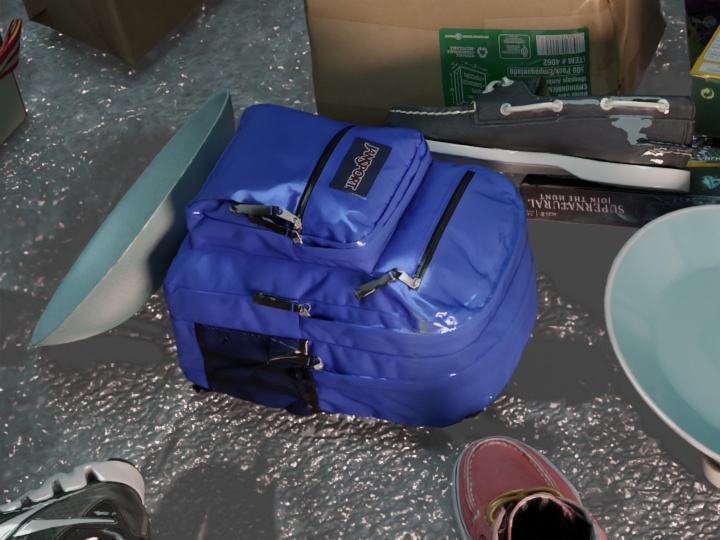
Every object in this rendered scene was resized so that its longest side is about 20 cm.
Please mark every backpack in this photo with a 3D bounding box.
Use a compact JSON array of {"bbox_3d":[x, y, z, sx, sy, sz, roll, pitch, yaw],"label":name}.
[{"bbox_3d":[0.000,0.000,1.646,0.200,0.168,0.163,14,55,18],"label":"backpack"}]

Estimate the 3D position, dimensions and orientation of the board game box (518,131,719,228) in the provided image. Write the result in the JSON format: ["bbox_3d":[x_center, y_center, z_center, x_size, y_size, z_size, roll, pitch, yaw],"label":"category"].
[{"bbox_3d":[0.213,-0.064,1.723,0.200,0.028,0.135,5,30,24],"label":"board game box"}]

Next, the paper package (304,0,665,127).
[{"bbox_3d":[0.082,-0.167,1.793,0.200,0.104,0.191,1,29,17],"label":"paper package"}]

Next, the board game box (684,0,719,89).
[{"bbox_3d":[0.226,-0.218,1.786,0.032,0.200,0.120,-1,45,12],"label":"board game box"}]

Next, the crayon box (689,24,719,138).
[{"bbox_3d":[0.301,-0.152,1.737,0.126,0.052,0.200,12,46,26],"label":"crayon box"}]

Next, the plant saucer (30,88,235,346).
[{"bbox_3d":[-0.130,-0.023,1.729,0.039,0.201,0.201,37,51,-11],"label":"plant saucer"}]

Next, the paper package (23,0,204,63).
[{"bbox_3d":[-0.152,-0.279,1.941,0.103,0.191,0.200,25,57,34],"label":"paper package"}]

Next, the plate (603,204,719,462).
[{"bbox_3d":[0.228,0.046,1.554,0.200,0.026,0.200,10,48,-11],"label":"plate"}]

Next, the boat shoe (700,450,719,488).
[{"bbox_3d":[0.236,0.036,1.622,0.072,0.061,0.201,2,45,16],"label":"boat shoe"}]

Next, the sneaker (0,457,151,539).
[{"bbox_3d":[-0.206,0.176,1.585,0.200,0.067,0.091,-21,41,-11],"label":"sneaker"}]

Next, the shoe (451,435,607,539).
[{"bbox_3d":[0.097,0.142,1.525,0.071,0.091,0.200,-19,43,-5],"label":"shoe"}]

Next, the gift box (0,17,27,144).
[{"bbox_3d":[-0.346,-0.133,1.851,0.186,0.200,0.185,18,56,27],"label":"gift box"}]

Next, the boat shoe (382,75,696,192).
[{"bbox_3d":[0.107,-0.087,1.673,0.200,0.076,0.060,8,90,18],"label":"boat shoe"}]
